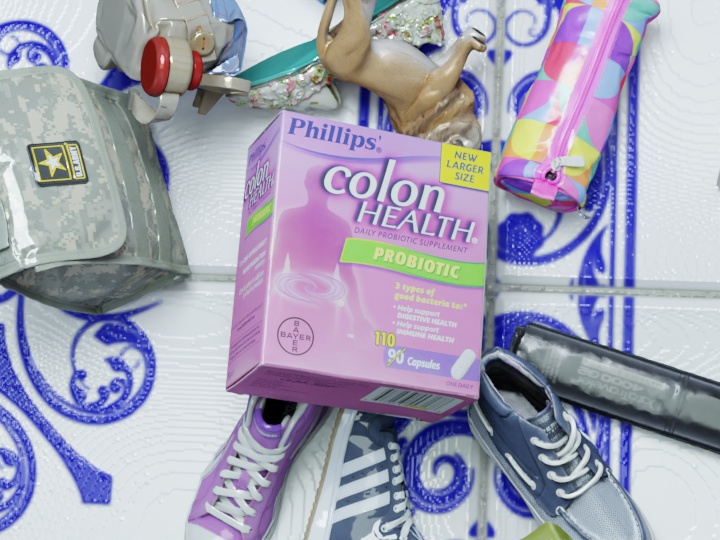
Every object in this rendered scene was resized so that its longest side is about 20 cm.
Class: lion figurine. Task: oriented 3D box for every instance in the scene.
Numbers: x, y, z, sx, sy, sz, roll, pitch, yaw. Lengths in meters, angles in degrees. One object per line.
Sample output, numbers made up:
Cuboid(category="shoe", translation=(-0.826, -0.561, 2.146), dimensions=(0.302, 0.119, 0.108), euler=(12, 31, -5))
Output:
Cuboid(category="lion figurine", translation=(0.027, -0.163, 1.525), dimensions=(0.199, 0.073, 0.123), euler=(33, 107, -13))

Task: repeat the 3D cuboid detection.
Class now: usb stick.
Cuboid(category="usb stick", translation=(0.214, 0.094, 1.511), dimensions=(0.198, 0.033, 0.056), euler=(18, 88, 8))

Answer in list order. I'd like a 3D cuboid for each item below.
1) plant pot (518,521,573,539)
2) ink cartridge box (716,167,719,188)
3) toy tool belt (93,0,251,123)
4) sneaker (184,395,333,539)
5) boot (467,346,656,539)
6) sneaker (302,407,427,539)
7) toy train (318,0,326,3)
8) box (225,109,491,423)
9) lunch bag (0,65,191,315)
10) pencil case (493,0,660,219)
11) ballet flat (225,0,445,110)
Cuboid(category="plant pot", translation=(0.107, 0.292, 1.382), dimensions=(0.193, 0.200, 0.201), euler=(-41, 78, 4))
Cuboid(category="ink cartridge box", translation=(0.406, -0.085, 1.501), dimensions=(0.199, 0.084, 0.146), euler=(34, 83, 12))
Cuboid(category="toy tool belt", translation=(-0.134, -0.188, 1.519), dimensions=(0.122, 0.200, 0.126), euler=(4, 114, -25))
Cuboid(category="sneaker", translation=(-0.088, 0.150, 1.487), dimensions=(0.072, 0.114, 0.202), euler=(25, 83, 8))
Cuboid(category="boot", translation=(0.153, 0.151, 1.453), dimensions=(0.073, 0.091, 0.200), euler=(-38, 65, -17))
Cuboid(category="sneaker", translation=(0.023, 0.177, 1.491), dimensions=(0.108, 0.070, 0.202), euler=(15, 87, 13))
Cuboid(category="toy train", translation=(-0.012, -0.329, 1.595), dimensions=(0.114, 0.087, 0.200), euler=(40, 82, 2))
Cuboid(category="box", translation=(0.000, 0.000, 1.441), dimensions=(0.175, 0.097, 0.202), euler=(10, 71, -18))
Cuboid(category="lunch bag", translation=(-0.238, -0.064, 1.491), dimensions=(0.117, 0.200, 0.165), euler=(-22, 76, 20))
Cuboid(category="pencil case", translation=(0.177, -0.143, 1.537), dimensions=(0.088, 0.088, 0.201), euler=(19, 80, 9))
Cuboid(category="ballet flat", translation=(-0.015, -0.173, 1.572), dimensions=(0.199, 0.076, 0.064), euler=(-28, 111, 5))
